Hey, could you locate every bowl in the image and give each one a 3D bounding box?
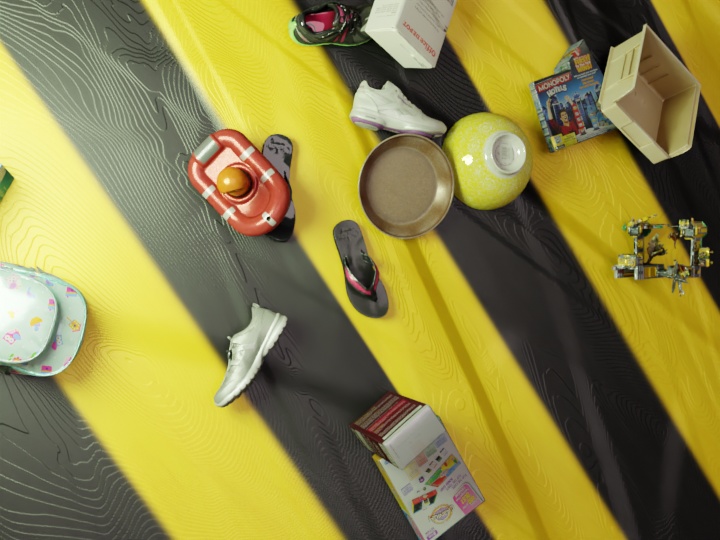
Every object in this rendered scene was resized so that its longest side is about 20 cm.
[{"bbox_3d":[0.272,-0.227,1.531,0.197,0.108,0.203,1,87,-18],"label":"bowl"}]

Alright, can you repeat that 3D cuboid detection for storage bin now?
[{"bbox_3d":[0.609,-0.365,1.608,0.199,0.093,0.200,35,58,-24],"label":"storage bin"}]

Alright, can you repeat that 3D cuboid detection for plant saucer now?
[{"bbox_3d":[0.086,-0.164,1.491,0.198,0.037,0.203,-3,100,-15],"label":"plant saucer"}]

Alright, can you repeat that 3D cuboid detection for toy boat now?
[{"bbox_3d":[-0.215,-0.151,1.336,0.130,0.131,0.200,-44,92,6],"label":"toy boat"}]

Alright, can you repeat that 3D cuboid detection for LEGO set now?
[{"bbox_3d":[0.614,-0.041,1.596,0.115,0.199,0.156,-3,103,-35],"label":"LEGO set"}]

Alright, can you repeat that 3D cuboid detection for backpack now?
[{"bbox_3d":[-0.542,0.082,1.234,0.198,0.153,0.178,16,78,-24],"label":"backpack"}]

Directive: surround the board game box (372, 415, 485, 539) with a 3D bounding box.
[{"bbox_3d":[0.135,0.409,1.500,0.152,0.040,0.202,-31,98,-17],"label":"board game box"}]

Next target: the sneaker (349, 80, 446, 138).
[{"bbox_3d":[0.080,-0.313,1.487,0.197,0.075,0.101,11,85,-18],"label":"sneaker"}]

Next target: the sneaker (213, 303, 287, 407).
[{"bbox_3d":[-0.214,0.154,1.389,0.081,0.075,0.201,31,73,0],"label":"sneaker"}]

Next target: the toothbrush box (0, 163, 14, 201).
[{"bbox_3d":[-0.643,-0.092,1.206,0.085,0.146,0.202,30,79,-14],"label":"toothbrush box"}]

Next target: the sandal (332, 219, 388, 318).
[{"bbox_3d":[0.000,0.000,1.466,0.074,0.045,0.202,-22,95,-18],"label":"sandal"}]

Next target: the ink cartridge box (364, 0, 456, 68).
[{"bbox_3d":[0.106,-0.512,1.467,0.144,0.084,0.202,27,78,-47],"label":"ink cartridge box"}]

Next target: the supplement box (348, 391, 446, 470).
[{"bbox_3d":[0.063,0.287,1.397,0.108,0.200,0.061,-38,101,-15],"label":"supplement box"}]

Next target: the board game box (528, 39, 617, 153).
[{"bbox_3d":[0.445,-0.371,1.616,0.198,0.062,0.202,-20,94,-18],"label":"board game box"}]

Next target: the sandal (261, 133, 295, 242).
[{"bbox_3d":[-0.158,-0.154,1.420,0.075,0.043,0.203,-2,89,-18],"label":"sandal"}]

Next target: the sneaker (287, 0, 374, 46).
[{"bbox_3d":[-0.037,-0.469,1.449,0.198,0.084,0.078,-17,94,-18],"label":"sneaker"}]
